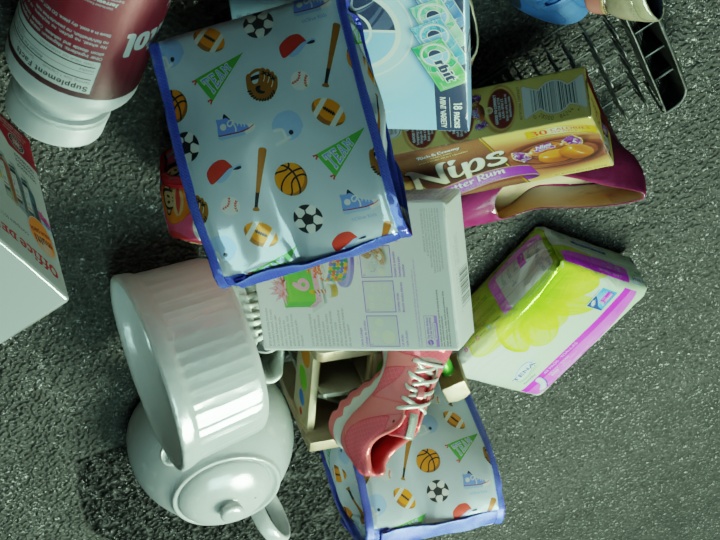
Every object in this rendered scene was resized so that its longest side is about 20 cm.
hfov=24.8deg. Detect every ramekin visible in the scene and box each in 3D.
[{"bbox_3d":[-0.164,0.085,1.594,0.097,0.201,0.201,-19,142,-16],"label":"ramekin"}]

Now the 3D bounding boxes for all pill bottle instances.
[{"bbox_3d":[-0.216,-0.200,1.304,0.113,0.113,0.200,4,135,-29],"label":"pill bottle"}]

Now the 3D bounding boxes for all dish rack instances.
[{"bbox_3d":[0.204,-0.173,1.578,0.200,0.055,0.153,-31,140,5],"label":"dish rack"}]

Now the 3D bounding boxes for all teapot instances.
[{"bbox_3d":[-0.152,0.210,1.777,0.199,0.146,0.198,-1,137,-26],"label":"teapot"}]

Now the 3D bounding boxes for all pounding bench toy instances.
[{"bbox_3d":[0.026,0.076,1.714,0.199,0.124,0.156,-8,131,-17],"label":"pounding bench toy"}]

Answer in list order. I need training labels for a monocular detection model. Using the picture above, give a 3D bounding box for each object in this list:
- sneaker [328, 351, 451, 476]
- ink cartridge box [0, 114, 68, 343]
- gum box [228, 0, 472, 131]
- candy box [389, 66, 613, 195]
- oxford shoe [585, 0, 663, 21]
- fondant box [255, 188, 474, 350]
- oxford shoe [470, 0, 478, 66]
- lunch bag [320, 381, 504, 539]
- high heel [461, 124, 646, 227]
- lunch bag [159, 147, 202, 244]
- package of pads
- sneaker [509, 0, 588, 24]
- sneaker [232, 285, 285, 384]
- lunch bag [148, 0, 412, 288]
[{"bbox_3d":[0.048,0.123,1.617,0.074,0.087,0.200,15,121,-34],"label":"sneaker"},{"bbox_3d":[-0.351,-0.042,1.349,0.144,0.200,0.145,-30,141,10],"label":"ink cartridge box"},{"bbox_3d":[-0.006,-0.195,1.406,0.199,0.045,0.170,2,140,7],"label":"gum box"},{"bbox_3d":[0.125,-0.123,1.519,0.199,0.057,0.117,-11,158,15],"label":"candy box"},{"bbox_3d":[0.240,-0.302,1.407,0.071,0.075,0.200,-52,152,-33],"label":"oxford shoe"},{"bbox_3d":[0.000,0.000,1.549,0.199,0.058,0.145,-1,106,19],"label":"fondant box"},{"bbox_3d":[0.072,-0.195,1.476,0.070,0.075,0.200,-21,142,-7],"label":"oxford shoe"},{"bbox_3d":[0.051,0.211,1.821,0.169,0.200,0.124,-8,139,-19],"label":"lunch bag"},{"bbox_3d":[0.185,-0.074,1.653,0.200,0.096,0.067,-28,141,6],"label":"high heel"},{"bbox_3d":[-0.080,-0.081,1.474,0.199,0.176,0.082,-8,104,-6],"label":"lunch bag"},{"bbox_3d":[0.196,0.049,1.822,0.154,0.068,0.200,16,127,-38],"label":"package of pads"},{"bbox_3d":[0.150,-0.259,1.442,0.066,0.079,0.200,-38,140,15],"label":"sneaker"},{"bbox_3d":[-0.102,0.027,1.644,0.076,0.081,0.200,-15,139,-7],"label":"sneaker"},{"bbox_3d":[-0.060,-0.099,1.313,0.169,0.201,0.124,-16,172,8],"label":"lunch bag"}]
